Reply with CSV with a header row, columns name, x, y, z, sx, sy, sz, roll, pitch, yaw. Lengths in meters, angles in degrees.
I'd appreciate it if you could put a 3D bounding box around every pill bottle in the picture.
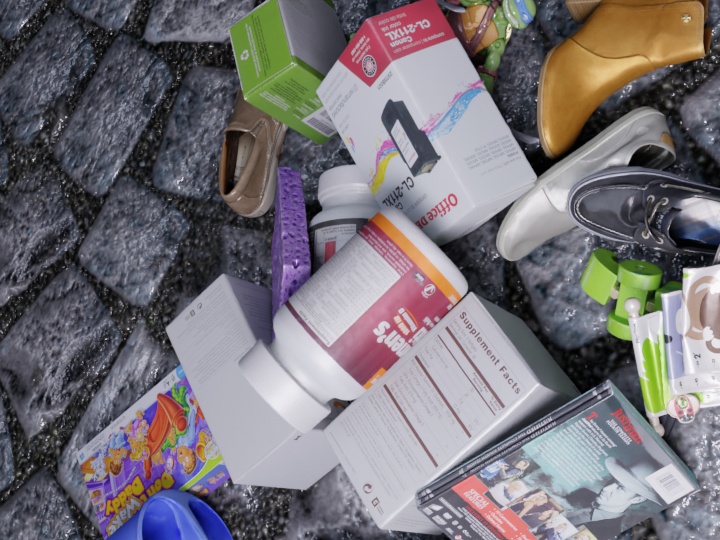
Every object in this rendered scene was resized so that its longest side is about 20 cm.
name,x,y,z,sx,sy,sz,roll,pitch,yaw
pill bottle,0.000,0.000,1.040,0.116,0.116,0.200,-7,73,31
pill bottle,-0.008,0.046,0.909,0.200,0.110,0.110,-45,56,0

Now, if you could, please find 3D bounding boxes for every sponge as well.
name,x,y,z,sx,sy,sz,roll,pitch,yaw
sponge,-0.076,-0.013,1.058,0.200,0.030,0.112,-100,16,-56

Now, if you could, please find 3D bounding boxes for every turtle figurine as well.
name,x,y,z,sx,sy,sz,roll,pitch,yaw
turtle figurine,0.077,-0.221,1.033,0.194,0.144,0.200,-16,52,38

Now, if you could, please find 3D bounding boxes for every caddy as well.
name,x,y,z,sx,sy,sz,roll,pitch,yaw
caddy,-0.182,0.328,1.045,0.105,0.141,0.200,-37,59,24

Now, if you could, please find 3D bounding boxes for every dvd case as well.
name,x,y,z,sx,sy,sz,roll,pitch,yaw
dvd case,0.169,0.191,0.866,0.200,0.146,0.022,-35,27,21

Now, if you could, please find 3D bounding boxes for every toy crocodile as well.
name,x,y,z,sx,sy,sz,roll,pitch,yaw
toy crocodile,0.283,0.034,0.884,0.200,0.062,0.068,21,119,33

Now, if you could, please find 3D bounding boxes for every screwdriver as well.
name,x,y,z,sx,sy,sz,roll,pitch,yaw
screwdriver,0.276,0.064,0.852,0.028,0.029,0.200,27,113,31

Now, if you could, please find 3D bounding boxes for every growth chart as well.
name,x,y,z,sx,sy,sz,roll,pitch,yaw
growth chart,0.315,0.049,0.814,0.200,0.018,0.145,-16,101,17

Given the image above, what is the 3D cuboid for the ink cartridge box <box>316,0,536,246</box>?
name,x,y,z,sx,sy,sz,roll,pitch,yaw
ink cartridge box,0.059,-0.131,0.962,0.200,0.083,0.146,61,151,7

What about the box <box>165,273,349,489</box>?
name,x,y,z,sx,sy,sz,roll,pitch,yaw
box,-0.101,0.119,1.064,0.097,0.124,0.200,-41,57,18

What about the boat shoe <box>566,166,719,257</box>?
name,x,y,z,sx,sy,sz,roll,pitch,yaw
boat shoe,0.276,-0.044,0.875,0.200,0.066,0.070,14,108,18

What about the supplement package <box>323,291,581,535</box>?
name,x,y,z,sx,sy,sz,roll,pitch,yaw
supplement package,0.088,0.138,0.941,0.200,0.117,0.117,-44,55,14

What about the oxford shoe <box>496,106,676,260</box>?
name,x,y,z,sx,sy,sz,roll,pitch,yaw
oxford shoe,0.214,-0.073,0.951,0.200,0.075,0.058,-39,56,12

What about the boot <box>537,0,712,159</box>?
name,x,y,z,sx,sy,sz,roll,pitch,yaw
boot,0.256,-0.200,0.963,0.144,0.071,0.201,7,75,35

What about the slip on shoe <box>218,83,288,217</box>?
name,x,y,z,sx,sy,sz,roll,pitch,yaw
slip on shoe,-0.134,-0.166,1.210,0.076,0.061,0.200,0,76,33

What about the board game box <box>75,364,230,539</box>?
name,x,y,z,sx,sy,sz,roll,pitch,yaw
board game box,-0.231,0.215,1.168,0.200,0.045,0.135,-40,58,17

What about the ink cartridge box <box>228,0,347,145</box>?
name,x,y,z,sx,sy,sz,roll,pitch,yaw
ink cartridge box,-0.080,-0.265,1.153,0.076,0.148,0.200,-29,61,24
